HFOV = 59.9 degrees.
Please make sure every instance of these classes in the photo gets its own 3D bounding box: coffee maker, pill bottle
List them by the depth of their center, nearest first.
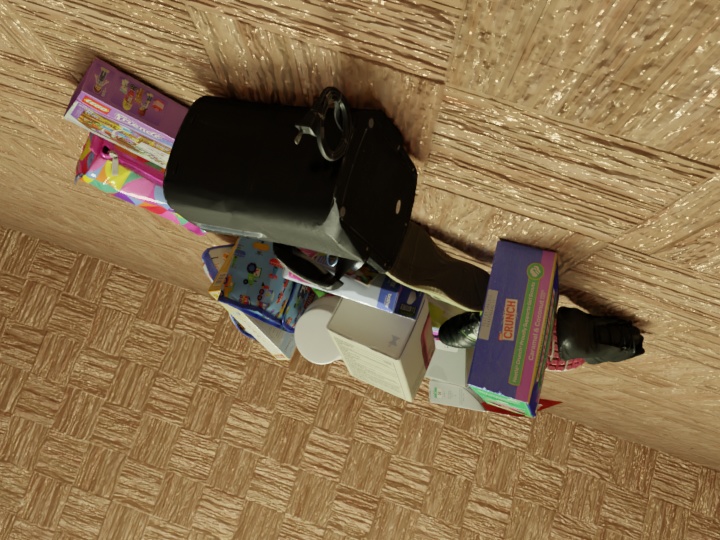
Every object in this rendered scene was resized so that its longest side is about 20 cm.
[{"bbox_3d":[-0.069,-0.094,0.552,0.196,0.136,0.194,12,144,28],"label":"coffee maker"},{"bbox_3d":[-0.043,0.097,1.143,0.111,0.116,0.200,16,-168,12],"label":"pill bottle"}]

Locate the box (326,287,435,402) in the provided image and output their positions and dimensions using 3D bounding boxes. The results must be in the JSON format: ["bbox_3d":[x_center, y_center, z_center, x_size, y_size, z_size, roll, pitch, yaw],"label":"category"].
[{"bbox_3d":[0.040,0.109,0.998,0.126,0.110,0.201,21,157,20],"label":"box"}]

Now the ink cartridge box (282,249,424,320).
[{"bbox_3d":[0.000,0.000,0.900,0.196,0.043,0.120,20,-151,7],"label":"ink cartridge box"}]

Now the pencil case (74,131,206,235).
[{"bbox_3d":[-0.281,-0.120,0.842,0.198,0.090,0.087,26,167,-39],"label":"pencil case"}]

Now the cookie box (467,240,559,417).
[{"bbox_3d":[0.196,0.081,0.775,0.074,0.175,0.200,11,167,21],"label":"cookie box"}]

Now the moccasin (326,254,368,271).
[{"bbox_3d":[0.004,-0.032,0.818,0.196,0.070,0.080,20,169,-6],"label":"moccasin"}]

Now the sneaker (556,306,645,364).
[{"bbox_3d":[0.333,0.089,0.864,0.089,0.078,0.198,-8,167,39],"label":"sneaker"}]

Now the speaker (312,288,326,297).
[{"bbox_3d":[-0.094,0.042,1.302,0.087,0.090,0.200,13,167,27],"label":"speaker"}]

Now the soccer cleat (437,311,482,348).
[{"bbox_3d":[0.201,0.078,1.000,0.197,0.069,0.081,-14,138,39],"label":"soccer cleat"}]

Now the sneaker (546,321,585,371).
[{"bbox_3d":[0.297,0.112,1.028,0.073,0.083,0.199,8,-176,-28],"label":"sneaker"}]

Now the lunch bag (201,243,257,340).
[{"bbox_3d":[-0.226,0.043,1.287,0.171,0.124,0.199,54,-167,32],"label":"lunch bag"}]

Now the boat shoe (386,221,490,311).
[{"bbox_3d":[0.078,-0.007,0.792,0.197,0.075,0.063,25,171,-15],"label":"boat shoe"}]

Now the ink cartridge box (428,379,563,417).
[{"bbox_3d":[0.250,0.223,1.161,0.159,0.051,0.197,-2,179,-44],"label":"ink cartridge box"}]

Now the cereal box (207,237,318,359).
[{"bbox_3d":[-0.165,0.042,1.109,0.039,0.146,0.201,-6,135,37],"label":"cereal box"}]

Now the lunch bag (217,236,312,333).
[{"bbox_3d":[-0.131,0.013,1.044,0.092,0.154,0.200,14,168,22],"label":"lunch bag"}]

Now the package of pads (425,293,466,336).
[{"bbox_3d":[0.087,0.059,1.122,0.152,0.070,0.199,7,163,42],"label":"package of pads"}]

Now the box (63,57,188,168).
[{"bbox_3d":[-0.216,-0.150,0.695,0.197,0.040,0.136,26,168,-31],"label":"box"}]

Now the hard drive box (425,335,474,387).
[{"bbox_3d":[0.215,0.162,1.203,0.197,0.079,0.154,-2,-176,-38],"label":"hard drive box"}]
